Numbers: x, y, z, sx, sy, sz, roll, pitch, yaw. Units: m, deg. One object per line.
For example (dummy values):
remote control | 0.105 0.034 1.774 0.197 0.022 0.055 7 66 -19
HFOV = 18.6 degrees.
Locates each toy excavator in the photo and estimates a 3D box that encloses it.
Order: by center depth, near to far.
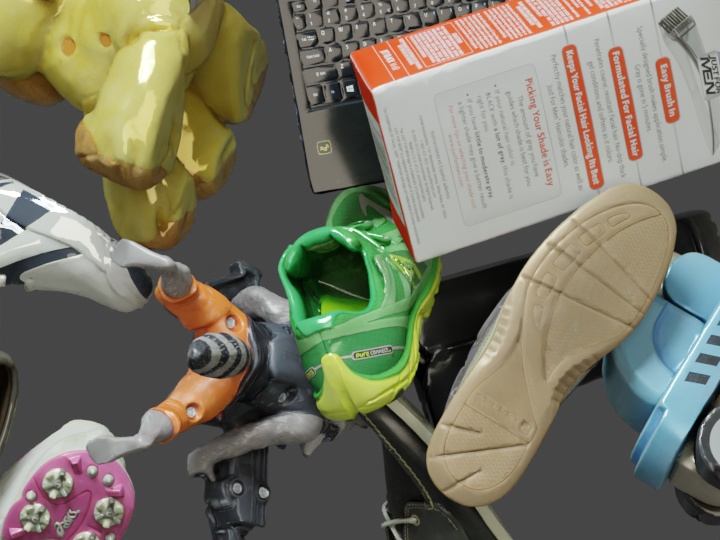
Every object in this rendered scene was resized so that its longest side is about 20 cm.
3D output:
toy excavator | 0.175 0.017 1.262 0.199 0.100 0.195 30 74 10

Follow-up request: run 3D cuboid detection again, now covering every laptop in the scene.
laptop | 0.046 -0.157 1.214 0.176 0.103 0.201 -10 91 -8

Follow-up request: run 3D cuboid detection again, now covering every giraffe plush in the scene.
giraffe plush | -0.159 -0.128 1.248 0.161 0.201 0.173 14 43 16

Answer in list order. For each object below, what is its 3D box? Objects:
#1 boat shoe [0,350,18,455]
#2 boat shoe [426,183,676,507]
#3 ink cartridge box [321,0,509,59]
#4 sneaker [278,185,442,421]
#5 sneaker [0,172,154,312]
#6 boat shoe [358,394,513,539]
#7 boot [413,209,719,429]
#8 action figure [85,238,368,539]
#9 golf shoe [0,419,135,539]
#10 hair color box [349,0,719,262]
boat shoe | -0.245 0.132 1.202 0.072 0.060 0.202 35 64 -44
boat shoe | 0.099 0.038 1.213 0.072 0.065 0.201 33 86 -9
ink cartridge box | 0.030 -0.192 1.308 0.144 0.084 0.201 -28 92 -8
sneaker | 0.000 0.000 1.243 0.074 0.200 0.084 -19 119 14
sneaker | -0.228 0.004 1.263 0.198 0.079 0.130 30 88 -11
boat shoe | 0.044 0.146 1.282 0.067 0.072 0.201 -34 111 -3
boot | 0.133 0.063 1.316 0.199 0.066 0.166 -15 78 -14
action figure | -0.065 0.081 1.240 0.193 0.104 0.201 11 71 -51
golf shoe | -0.201 0.167 1.264 0.075 0.092 0.200 41 104 -19
hair color box | 0.105 -0.093 1.218 0.199 0.064 0.111 -17 118 -4
